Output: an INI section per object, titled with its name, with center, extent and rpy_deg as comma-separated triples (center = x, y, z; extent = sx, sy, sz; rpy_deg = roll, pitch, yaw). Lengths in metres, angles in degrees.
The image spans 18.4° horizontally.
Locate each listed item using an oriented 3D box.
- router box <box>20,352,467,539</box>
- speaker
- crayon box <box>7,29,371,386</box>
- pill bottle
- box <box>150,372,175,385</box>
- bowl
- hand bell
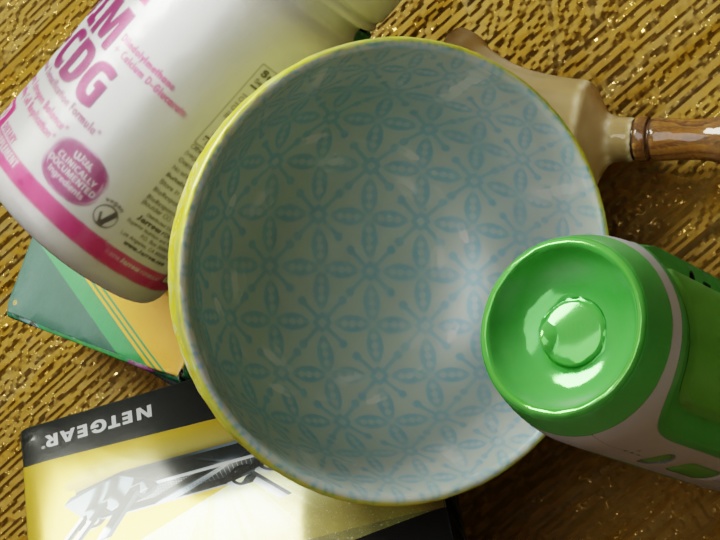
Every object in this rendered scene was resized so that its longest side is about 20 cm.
[router box]
center = -0.054, 0.121, 1.034
extent = 0.200, 0.052, 0.157
rpy_deg = -17, 49, 6
[speaker]
center = 0.129, 0.042, 0.937
extent = 0.088, 0.200, 0.089
rpy_deg = -9, 73, 31
[crayon box]
center = -0.087, -0.049, 1.126
extent = 0.119, 0.058, 0.200
rpy_deg = 18, 87, 32
[pill bottle]
center = -0.074, -0.093, 1.028
extent = 0.200, 0.113, 0.113
rpy_deg = -48, 58, 10
[box]
center = -0.064, -0.014, 1.167
extent = 0.200, 0.049, 0.161
rpy_deg = 29, 95, 32
[bowl]
center = 0.000, 0.000, 0.990
extent = 0.108, 0.200, 0.200
rpy_deg = -179, 104, -70
[hand bell]
center = 0.140, -0.062, 1.043
extent = 0.200, 0.104, 0.104
rpy_deg = 2, 79, 19
